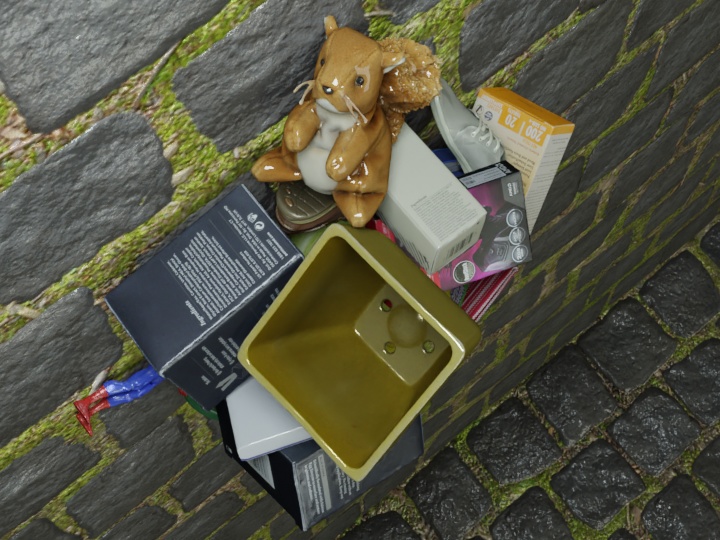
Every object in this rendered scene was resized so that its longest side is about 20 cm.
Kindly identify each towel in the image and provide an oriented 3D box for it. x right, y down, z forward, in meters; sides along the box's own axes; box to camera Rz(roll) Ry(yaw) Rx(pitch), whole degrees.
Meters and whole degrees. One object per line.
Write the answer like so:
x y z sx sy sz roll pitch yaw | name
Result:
0.128 0.042 1.598 0.145 0.023 0.199 -49 -156 -21 | towel

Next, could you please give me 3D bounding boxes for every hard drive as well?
-0.103 0.136 1.358 0.130 0.201 0.026 -17 130 -4 | hard drive

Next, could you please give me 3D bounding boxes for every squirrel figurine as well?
-0.005 -0.180 1.144 0.200 0.140 0.188 -45 156 -37 | squirrel figurine

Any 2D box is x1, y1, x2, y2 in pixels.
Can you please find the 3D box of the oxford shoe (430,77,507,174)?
0.144 -0.164 1.380 0.057 0.201 0.076 -19 -150 28 | oxford shoe

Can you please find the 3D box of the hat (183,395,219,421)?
-0.163 0.102 1.572 0.165 0.178 0.199 -34 134 24 | hat

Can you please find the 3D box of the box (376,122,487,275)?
0.050 -0.100 1.266 0.082 0.201 0.069 -32 160 -19 | box

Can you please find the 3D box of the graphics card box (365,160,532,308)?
0.109 -0.044 1.351 0.197 0.051 0.127 -19 117 -12 | graphics card box

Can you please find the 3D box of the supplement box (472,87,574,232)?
0.194 -0.134 1.517 0.073 0.125 0.203 -15 130 -53 | supplement box

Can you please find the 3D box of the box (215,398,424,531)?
-0.054 0.192 1.412 0.198 0.196 0.119 -27 128 -28 | box

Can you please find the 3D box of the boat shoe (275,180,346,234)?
-0.019 -0.101 1.339 0.198 0.073 0.068 -25 160 -24 | boat shoe

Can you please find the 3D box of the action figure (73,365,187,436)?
-0.252 0.155 1.395 0.199 0.099 0.066 -36 162 -25 | action figure

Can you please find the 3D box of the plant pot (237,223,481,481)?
0.023 0.077 1.228 0.195 0.195 0.199 -51 165 20 | plant pot

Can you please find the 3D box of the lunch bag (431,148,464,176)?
0.081 -0.079 1.476 0.200 0.133 0.135 -42 166 29 | lunch bag

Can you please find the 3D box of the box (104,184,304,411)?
-0.157 0.037 1.262 0.199 0.118 0.197 -40 161 -7 | box

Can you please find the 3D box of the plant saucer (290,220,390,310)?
0.000 0.000 1.409 0.201 0.199 0.031 -50 -168 24 | plant saucer

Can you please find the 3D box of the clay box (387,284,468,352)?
0.091 0.042 1.564 0.114 0.048 0.201 -22 -151 35 | clay box
